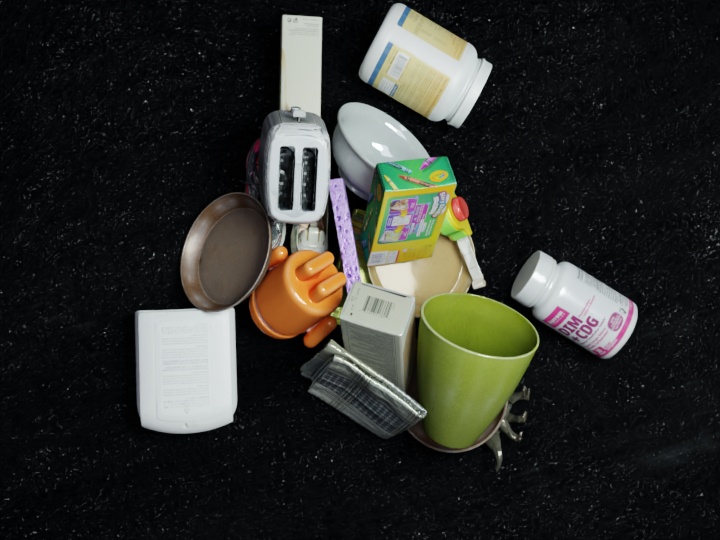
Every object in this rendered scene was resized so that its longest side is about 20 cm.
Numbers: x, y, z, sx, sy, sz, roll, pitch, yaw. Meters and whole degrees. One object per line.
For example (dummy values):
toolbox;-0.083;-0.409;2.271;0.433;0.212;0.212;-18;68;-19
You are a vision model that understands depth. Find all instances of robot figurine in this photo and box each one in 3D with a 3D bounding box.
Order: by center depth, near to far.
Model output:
robot figurine;-0.106;0.043;1.394;0.143;0.199;0.118;29;52;-25

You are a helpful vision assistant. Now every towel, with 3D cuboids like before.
towel;-0.005;0.201;1.389;0.199;0.193;0.035;37;64;-2
towel;0.000;0.000;1.490;0.085;0.018;0.203;17;83;-5

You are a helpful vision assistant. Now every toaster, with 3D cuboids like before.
toaster;-0.105;-0.153;1.350;0.112;0.129;0.204;3;104;-9

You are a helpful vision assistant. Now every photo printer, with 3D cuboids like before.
photo printer;-0.286;0.164;1.409;0.163;0.069;0.204;-2;86;-8

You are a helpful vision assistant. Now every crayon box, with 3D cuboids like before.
crayon box;0.072;-0.092;1.374;0.117;0.201;0.059;-8;57;-14

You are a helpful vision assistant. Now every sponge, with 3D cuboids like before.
sponge;-0.024;-0.043;1.425;0.029;0.112;0.204;-9;85;-1

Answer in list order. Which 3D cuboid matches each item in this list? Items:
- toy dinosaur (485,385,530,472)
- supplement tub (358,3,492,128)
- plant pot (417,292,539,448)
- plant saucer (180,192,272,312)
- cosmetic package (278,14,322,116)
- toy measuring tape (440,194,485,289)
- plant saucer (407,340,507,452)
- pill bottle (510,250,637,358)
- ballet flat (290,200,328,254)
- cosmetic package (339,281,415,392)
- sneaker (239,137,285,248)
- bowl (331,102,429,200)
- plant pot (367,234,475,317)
toy dinosaur;0.236;0.240;1.483;0.101;0.077;0.204;7;94;21
supplement tub;0.111;-0.348;1.470;0.198;0.145;0.146;29;82;-5
plant pot;0.161;0.169;1.338;0.184;0.188;0.203;10;116;-7
plant saucer;-0.215;-0.027;1.404;0.198;0.034;0.204;-12;68;32
cosmetic package;-0.104;-0.319;1.459;0.070;0.105;0.204;2;83;-6
toy measuring tape;0.160;-0.060;1.458;0.073;0.074;0.203;-20;91;-9
plant saucer;0.153;0.202;1.445;0.197;0.034;0.204;0;90;20
pill bottle;0.369;0.057;1.488;0.198;0.113;0.114;31;82;-4
ballet flat;-0.085;-0.084;1.462;0.066;0.062;0.204;1;85;-8
cosmetic package;0.032;0.110;1.354;0.104;0.201;0.072;16;59;13
sneaker;-0.168;-0.124;1.448;0.079;0.075;0.204;-3;86;-8
bowl;0.024;-0.182;1.449;0.200;0.202;0.091;40;122;-3
plant pot;0.104;-0.019;1.493;0.197;0.027;0.204;1;86;-14
